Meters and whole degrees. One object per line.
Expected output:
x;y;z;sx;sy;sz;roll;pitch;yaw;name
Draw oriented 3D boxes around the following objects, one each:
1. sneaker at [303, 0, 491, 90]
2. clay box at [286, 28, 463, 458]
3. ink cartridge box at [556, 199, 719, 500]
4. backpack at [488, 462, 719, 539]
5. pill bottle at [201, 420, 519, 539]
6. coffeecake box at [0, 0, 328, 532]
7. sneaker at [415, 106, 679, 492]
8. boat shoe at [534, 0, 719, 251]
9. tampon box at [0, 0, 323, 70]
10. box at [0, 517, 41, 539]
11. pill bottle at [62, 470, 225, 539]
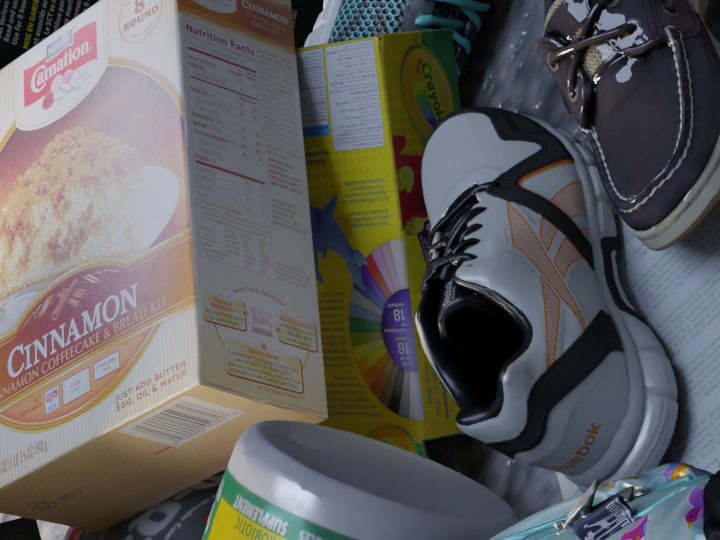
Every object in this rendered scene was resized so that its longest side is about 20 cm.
0.027;-0.122;1.220;0.091;0.078;0.200;-29;51;41;sneaker
0.000;0.000;1.143;0.115;0.048;0.200;-3;96;51;clay box
0.140;0.050;0.957;0.160;0.047;0.200;-46;42;33;ink cartridge box
0.102;0.137;0.823;0.200;0.167;0.127;-31;39;34;backpack
-0.022;0.165;0.948;0.113;0.113;0.200;31;104;60;pill bottle
-0.097;-0.010;1.117;0.153;0.073;0.200;-29;56;39;coffeecake box
0.056;-0.001;0.994;0.074;0.080;0.200;-56;34;27;sneaker
0.099;-0.087;0.999;0.072;0.065;0.200;-44;28;32;boat shoe
-0.138;-0.108;1.350;0.150;0.200;0.126;-17;58;54;tampon box
-0.161;0.215;1.208;0.200;0.051;0.158;122;132;-68;box
-0.043;0.147;1.118;0.200;0.114;0.114;4;75;59;pill bottle
